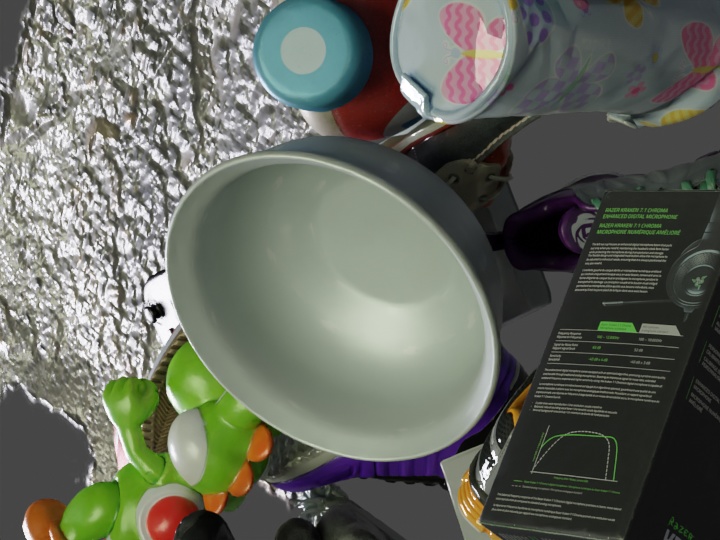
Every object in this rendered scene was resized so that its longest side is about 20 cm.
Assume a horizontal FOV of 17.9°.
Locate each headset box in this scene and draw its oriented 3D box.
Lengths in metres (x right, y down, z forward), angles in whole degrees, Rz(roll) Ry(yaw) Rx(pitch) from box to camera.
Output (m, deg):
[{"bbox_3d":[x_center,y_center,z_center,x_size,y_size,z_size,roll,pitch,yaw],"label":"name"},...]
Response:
[{"bbox_3d":[0.173,0.075,1.125,0.093,0.174,0.200,2,61,45],"label":"headset box"}]

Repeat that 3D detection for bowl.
[{"bbox_3d":[0.000,0.000,1.265,0.201,0.090,0.201,16,130,20],"label":"bowl"}]

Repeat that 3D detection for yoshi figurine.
[{"bbox_3d":[-0.115,0.113,1.398,0.200,0.112,0.112,-43,81,26],"label":"yoshi figurine"}]

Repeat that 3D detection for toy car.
[{"bbox_3d":[0.057,-0.167,1.256,0.200,0.184,0.177,-6,89,16],"label":"toy car"}]

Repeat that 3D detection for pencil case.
[{"bbox_3d":[0.106,-0.116,1.172,0.091,0.200,0.083,-48,61,34],"label":"pencil case"}]

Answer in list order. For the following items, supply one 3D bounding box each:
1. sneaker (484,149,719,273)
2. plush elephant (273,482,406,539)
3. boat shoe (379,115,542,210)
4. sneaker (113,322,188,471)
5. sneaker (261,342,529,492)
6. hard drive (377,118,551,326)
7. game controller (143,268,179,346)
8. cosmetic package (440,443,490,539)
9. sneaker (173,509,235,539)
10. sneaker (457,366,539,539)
[{"bbox_3d":[0.161,-0.021,1.218,0.200,0.088,0.074,-10,94,46],"label":"sneaker"},{"bbox_3d":[-0.027,0.225,1.416,0.155,0.165,0.200,-54,36,-1],"label":"plush elephant"},{"bbox_3d":[0.051,-0.060,1.297,0.200,0.071,0.063,-32,95,36],"label":"boat shoe"},{"bbox_3d":[-0.116,0.089,1.487,0.112,0.071,0.200,-106,31,-62],"label":"sneaker"},{"bbox_3d":[0.029,0.104,1.380,0.100,0.070,0.200,41,133,-22],"label":"sneaker"},{"bbox_3d":[0.021,-0.008,1.406,0.200,0.027,0.132,-28,80,46],"label":"hard drive"},{"bbox_3d":[-0.080,0.035,1.482,0.200,0.042,0.104,-21,87,60],"label":"game controller"},{"bbox_3d":[0.119,0.191,1.237,0.081,0.113,0.200,-24,58,10],"label":"cosmetic package"},{"bbox_3d":[-0.044,0.224,1.316,0.088,0.076,0.200,-13,105,20],"label":"sneaker"},{"bbox_3d":[0.130,0.065,1.196,0.078,0.200,0.077,32,139,18],"label":"sneaker"}]
